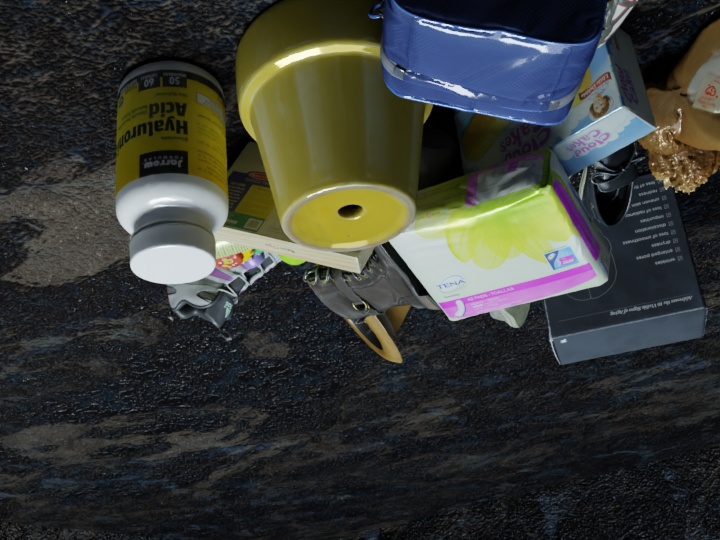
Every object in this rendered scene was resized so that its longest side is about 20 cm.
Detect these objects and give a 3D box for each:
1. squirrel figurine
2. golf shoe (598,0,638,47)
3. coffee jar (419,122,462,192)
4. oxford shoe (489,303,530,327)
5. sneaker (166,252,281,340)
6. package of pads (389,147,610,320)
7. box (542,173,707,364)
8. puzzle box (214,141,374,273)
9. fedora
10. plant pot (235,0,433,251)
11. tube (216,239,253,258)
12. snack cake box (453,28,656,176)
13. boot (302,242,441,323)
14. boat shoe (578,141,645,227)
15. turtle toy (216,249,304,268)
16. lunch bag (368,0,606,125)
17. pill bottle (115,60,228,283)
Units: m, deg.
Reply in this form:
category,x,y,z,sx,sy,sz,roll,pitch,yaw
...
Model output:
category,x,y,z,sx,sy,sz,roll,pitch,yaw
squirrel figurine,0.401,-0.170,1.006,0.199,0.144,0.185,-22,162,39
golf shoe,0.237,-0.262,0.819,0.087,0.078,0.200,-17,162,-13
coffee jar,0.074,-0.094,1.091,0.103,0.086,0.200,28,165,22
oxford shoe,0.220,0.031,1.435,0.057,0.076,0.200,23,164,26
sneaker,-0.167,0.023,1.231,0.197,0.142,0.078,-13,154,14
package of pads,0.142,-0.033,0.976,0.198,0.069,0.155,-17,129,32
box,0.338,-0.001,1.236,0.197,0.199,0.124,-12,154,14
puzzle box,-0.064,-0.072,0.989,0.197,0.134,0.026,14,142,22
fedora,0.018,0.043,1.344,0.082,0.201,0.201,-40,156,-10
plant pot,-0.018,-0.131,0.894,0.197,0.191,0.201,-6,154,-3
tube,-0.133,-0.044,1.036,0.197,0.058,0.053,-12,120,-3
snack cake box,0.197,-0.159,0.970,0.067,0.117,0.199,17,145,-40
boot,0.000,0.000,1.110,0.172,0.070,0.200,-8,136,36
boat shoe,0.297,-0.128,1.090,0.074,0.063,0.201,-19,142,-6
turtle toy,-0.140,-0.055,1.123,0.197,0.102,0.146,-1,154,-11
lunch bag,0.103,-0.212,0.788,0.197,0.137,0.133,14,155,6
pill bottle,-0.186,-0.095,0.914,0.109,0.203,0.112,-6,155,-3
